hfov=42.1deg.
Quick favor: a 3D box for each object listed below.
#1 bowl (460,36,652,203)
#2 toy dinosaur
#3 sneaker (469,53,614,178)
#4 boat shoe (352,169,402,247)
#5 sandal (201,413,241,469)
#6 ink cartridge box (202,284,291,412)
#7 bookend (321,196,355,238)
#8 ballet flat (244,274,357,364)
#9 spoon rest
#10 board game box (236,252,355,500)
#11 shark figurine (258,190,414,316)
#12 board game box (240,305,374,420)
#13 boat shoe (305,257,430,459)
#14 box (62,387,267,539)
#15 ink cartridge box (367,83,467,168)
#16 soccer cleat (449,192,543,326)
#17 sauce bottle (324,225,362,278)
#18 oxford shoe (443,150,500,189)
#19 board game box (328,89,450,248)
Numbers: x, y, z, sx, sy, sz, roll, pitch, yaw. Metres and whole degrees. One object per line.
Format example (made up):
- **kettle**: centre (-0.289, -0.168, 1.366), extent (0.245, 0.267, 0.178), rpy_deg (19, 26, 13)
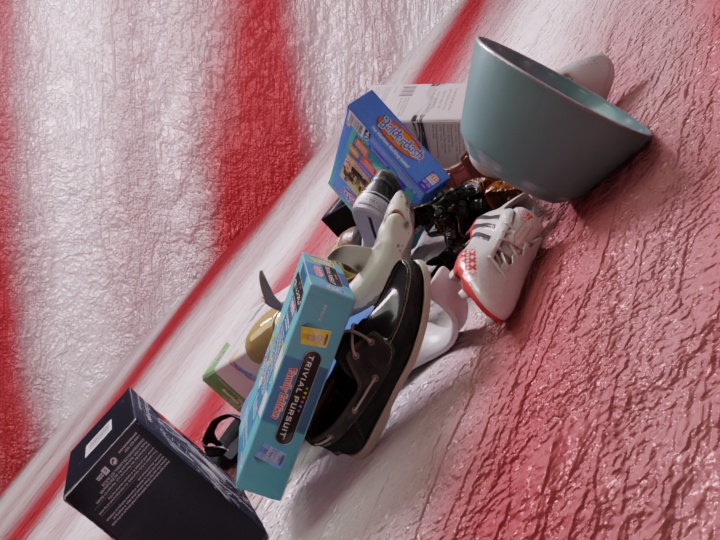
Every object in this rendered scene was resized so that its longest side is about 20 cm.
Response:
- **bowl**: centre (0.179, -0.141, 0.940), extent (0.106, 0.199, 0.201), rpy_deg (-61, 7, 19)
- **toy dinosaur**: centre (0.122, -0.071, 1.086), extent (0.135, 0.102, 0.201), rpy_deg (-34, -16, -26)
- **sneaker**: centre (0.213, -0.182, 1.065), extent (0.199, 0.075, 0.087), rpy_deg (-39, -14, -6)
- **boat shoe**: centre (0.039, -0.048, 1.153), extent (0.071, 0.071, 0.201), rpy_deg (-58, -19, -22)
- **sandal**: centre (-0.169, 0.210, 1.195), extent (0.076, 0.048, 0.200), rpy_deg (-64, 11, -22)
- **ink cartridge box**: centre (-0.118, 0.102, 1.324), extent (0.199, 0.084, 0.145), rpy_deg (-31, 20, 49)
- **bookend**: centre (0.065, -0.139, 1.452), extent (0.199, 0.092, 0.199), rpy_deg (-53, 15, -28)
- **ballet flat**: centre (-0.059, 0.053, 1.197), extent (0.199, 0.069, 0.063), rpy_deg (-29, -6, -26)
- **spoon rest**: centre (0.054, 0.071, 0.965), extent (0.100, 0.060, 0.200), rpy_deg (-54, 1, -36)
- **board game box**: centre (-0.066, 0.097, 0.908), extent (0.151, 0.046, 0.202), rpy_deg (-118, 48, -77)
- **shark figurine**: centre (-0.009, 0.021, 1.065), extent (0.213, 0.129, 0.089), rpy_deg (-31, -11, 9)
- **board game box**: centre (-0.048, 0.118, 1.074), extent (0.199, 0.039, 0.158), rpy_deg (-26, 19, 41)
- **boat shoe**: centre (0.009, 0.080, 0.879), extent (0.202, 0.067, 0.072), rpy_deg (-66, 27, 6)
- **box**: centre (-0.212, 0.236, 1.001), extent (0.104, 0.182, 0.200), rpy_deg (-47, 13, -9)
- **ink cartridge box**: centre (0.100, -0.205, 1.337), extent (0.197, 0.085, 0.146), rpy_deg (2, 31, 14)
- **soccer cleat**: centre (0.140, -0.018, 0.911), extent (0.085, 0.069, 0.200), rpy_deg (-41, 10, 24)
- **sauce bottle**: centre (-0.009, -0.021, 1.296), extent (0.065, 0.064, 0.200), rpy_deg (-54, -1, -32)
- **oxford shoe**: centre (0.150, -0.114, 1.217), extent (0.074, 0.071, 0.200), rpy_deg (-18, -7, -28)
- **board game box**: centre (0.031, -0.118, 1.220), extent (0.045, 0.152, 0.200), rpy_deg (-36, -13, -22)
